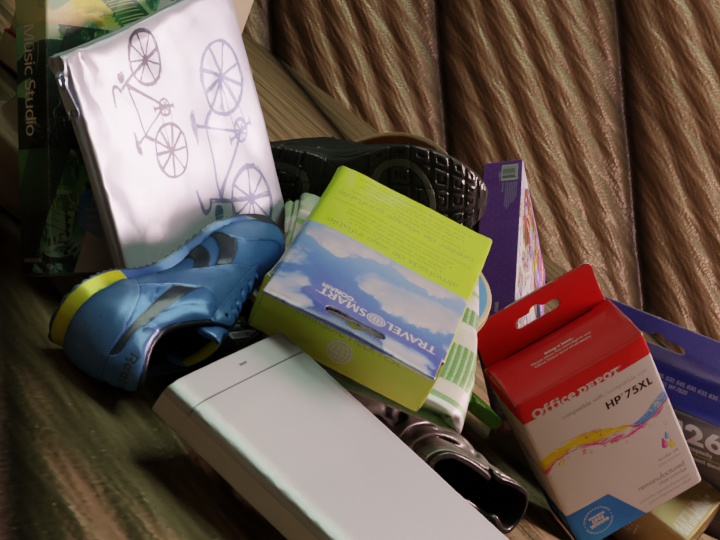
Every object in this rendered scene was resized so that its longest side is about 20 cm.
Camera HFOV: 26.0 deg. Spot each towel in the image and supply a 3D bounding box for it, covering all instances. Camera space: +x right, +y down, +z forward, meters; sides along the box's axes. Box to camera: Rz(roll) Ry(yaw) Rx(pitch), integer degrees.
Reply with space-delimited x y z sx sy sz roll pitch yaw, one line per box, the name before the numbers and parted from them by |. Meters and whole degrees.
towel | 0.009 0.023 1.060 0.152 0.023 0.200 22 29 -8

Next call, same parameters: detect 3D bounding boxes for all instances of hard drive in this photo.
hard drive | -0.007 0.120 0.863 0.200 0.027 0.132 42 24 12

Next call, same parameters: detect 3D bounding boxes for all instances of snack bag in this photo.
snack bag | -0.122 -0.078 1.035 0.021 0.189 0.200 -1 22 31

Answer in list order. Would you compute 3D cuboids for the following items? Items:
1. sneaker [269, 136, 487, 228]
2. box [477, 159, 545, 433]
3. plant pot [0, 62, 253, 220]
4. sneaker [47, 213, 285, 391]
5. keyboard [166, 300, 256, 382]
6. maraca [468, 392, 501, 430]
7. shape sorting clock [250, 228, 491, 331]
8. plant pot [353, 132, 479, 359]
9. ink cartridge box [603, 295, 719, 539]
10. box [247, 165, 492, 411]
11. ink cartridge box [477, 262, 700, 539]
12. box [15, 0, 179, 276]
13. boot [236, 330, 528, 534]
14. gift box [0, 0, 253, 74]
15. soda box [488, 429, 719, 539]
sneaker | -0.003 -0.072 1.179 0.199 0.076 0.091 8 18 -3
box | 0.129 0.020 1.341 0.200 0.039 0.137 -80 160 -48
plant pot | -0.174 -0.111 1.172 0.200 0.175 0.200 32 9 -6
sneaker | -0.098 0.024 0.957 0.078 0.066 0.200 34 33 20
keyboard | -0.099 0.047 1.086 0.104 0.040 0.200 47 22 20
maraca | 0.042 0.068 1.238 0.200 0.107 0.137 38 6 -47
shape sorting clock | 0.000 0.000 1.151 0.199 0.039 0.200 8 32 -5
plant pot | 0.048 0.005 1.414 0.186 0.186 0.200 43 -1 41
ink cartridge box | 0.255 0.129 1.360 0.197 0.047 0.200 23 -39 38
box | 0.009 0.011 1.006 0.122 0.048 0.200 27 29 1
ink cartridge box | 0.178 0.107 1.232 0.200 0.116 0.067 62 -4 -29
box | -0.162 -0.098 1.036 0.036 0.201 0.144 -2 1 38
boot | 0.019 0.103 1.021 0.200 0.068 0.131 30 -3 -36
gift box | -0.217 -0.227 1.534 0.200 0.187 0.184 1 30 -46
soda box | 0.212 0.170 1.358 0.200 0.064 0.068 39 -34 18
